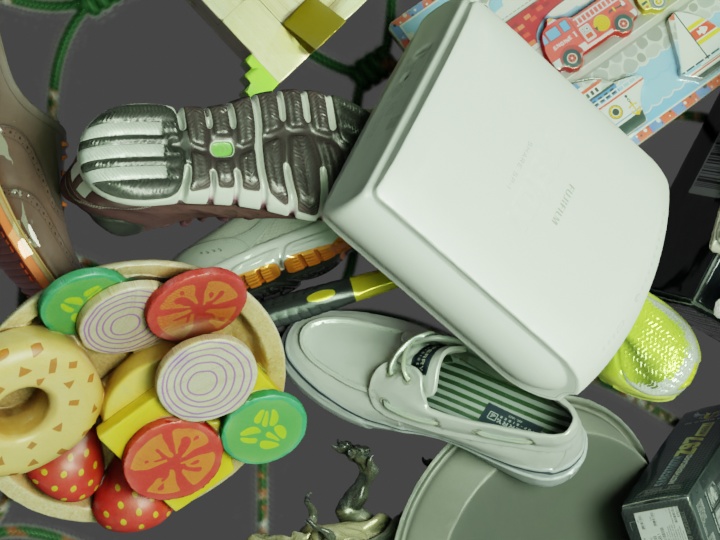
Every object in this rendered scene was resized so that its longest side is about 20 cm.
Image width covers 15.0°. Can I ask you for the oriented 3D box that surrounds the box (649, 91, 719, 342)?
[{"bbox_3d":[0.307,-0.027,1.729,0.196,0.124,0.201,29,87,-17],"label":"box"}]

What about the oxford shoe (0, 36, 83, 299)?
[{"bbox_3d":[-0.191,-0.049,1.592,0.072,0.071,0.201,-33,105,-18],"label":"oxford shoe"}]

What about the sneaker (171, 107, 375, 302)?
[{"bbox_3d":[-0.032,-0.049,1.653,0.199,0.076,0.092,-25,76,-6],"label":"sneaker"}]

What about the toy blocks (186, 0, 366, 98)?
[{"bbox_3d":[-0.043,-0.209,1.620,0.200,0.100,0.137,-44,95,-7],"label":"toy blocks"}]

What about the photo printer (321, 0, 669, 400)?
[{"bbox_3d":[0.089,-0.035,1.583,0.200,0.069,0.167,41,57,-21],"label":"photo printer"}]

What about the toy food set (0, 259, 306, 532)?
[{"bbox_3d":[-0.135,0.074,1.591,0.198,0.049,0.200,-35,129,9],"label":"toy food set"}]

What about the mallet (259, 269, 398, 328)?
[{"bbox_3d":[0.000,0.000,1.639,0.199,0.041,0.066,-10,74,-3],"label":"mallet"}]

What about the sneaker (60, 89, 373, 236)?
[{"bbox_3d":[-0.082,-0.057,1.594,0.199,0.115,0.076,4,75,-24],"label":"sneaker"}]

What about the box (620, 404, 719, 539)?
[{"bbox_3d":[0.234,0.203,1.717,0.051,0.158,0.201,-13,104,27],"label":"box"}]

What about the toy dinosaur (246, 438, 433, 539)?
[{"bbox_3d":[0.015,0.156,1.696,0.199,0.047,0.089,8,99,-23],"label":"toy dinosaur"}]

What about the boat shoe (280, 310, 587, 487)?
[{"bbox_3d":[0.045,0.062,1.639,0.199,0.067,0.074,18,62,11],"label":"boat shoe"}]

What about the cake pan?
[{"bbox_3d":[0.112,0.178,1.705,0.199,0.037,0.201,-10,110,-27],"label":"cake pan"}]

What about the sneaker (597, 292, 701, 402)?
[{"bbox_3d":[0.123,0.018,1.706,0.200,0.105,0.076,40,87,12],"label":"sneaker"}]

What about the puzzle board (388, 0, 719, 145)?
[{"bbox_3d":[0.139,-0.147,1.687,0.200,0.017,0.151,-36,82,-12],"label":"puzzle board"}]

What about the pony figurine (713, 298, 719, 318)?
[{"bbox_3d":[0.297,0.090,1.608,0.192,0.167,0.200,-1,139,-29],"label":"pony figurine"}]

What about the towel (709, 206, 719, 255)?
[{"bbox_3d":[0.313,-0.043,1.648,0.199,0.034,0.133,15,92,-20],"label":"towel"}]
